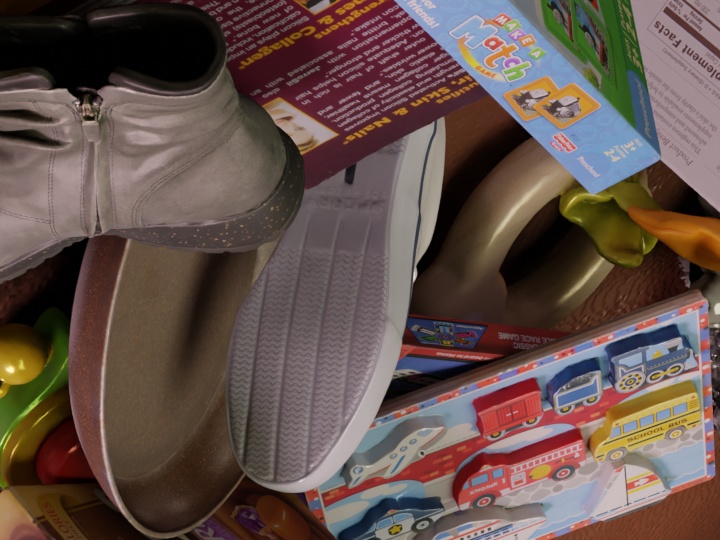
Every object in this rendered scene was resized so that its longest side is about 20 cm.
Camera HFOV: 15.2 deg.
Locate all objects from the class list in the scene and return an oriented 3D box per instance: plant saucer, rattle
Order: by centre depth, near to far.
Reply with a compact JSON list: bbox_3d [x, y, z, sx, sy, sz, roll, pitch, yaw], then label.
[{"bbox_3d":[-0.069,0.009,1.105,0.200,0.032,0.201,14,90,-70],"label":"plant saucer"},{"bbox_3d":[0.089,0.033,1.277,0.200,0.143,0.130,-44,166,-12],"label":"rattle"}]

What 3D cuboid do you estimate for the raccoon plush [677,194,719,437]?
[{"bbox_3d":[0.222,0.000,1.461,0.200,0.097,0.134,-46,148,-59],"label":"raccoon plush"}]

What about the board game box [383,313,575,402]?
[{"bbox_3d":[0.050,0.055,1.259,0.200,0.019,0.103,7,152,-33],"label":"board game box"}]

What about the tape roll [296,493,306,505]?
[{"bbox_3d":[0.001,0.179,1.403,0.200,0.066,0.200,-27,143,-23],"label":"tape roll"}]

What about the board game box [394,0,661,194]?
[{"bbox_3d":[0.037,-0.140,0.973,0.037,0.152,0.200,-26,139,24],"label":"board game box"}]

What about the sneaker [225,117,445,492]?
[{"bbox_3d":[0.000,0.000,1.133,0.071,0.073,0.200,37,68,-64],"label":"sneaker"}]

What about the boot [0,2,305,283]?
[{"bbox_3d":[-0.125,-0.051,0.938,0.200,0.068,0.131,-7,156,15],"label":"boot"}]

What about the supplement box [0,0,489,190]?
[{"bbox_3d":[-0.038,-0.116,0.981,0.110,0.086,0.200,-27,150,23],"label":"supplement box"}]

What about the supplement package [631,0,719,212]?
[{"bbox_3d":[0.191,-0.083,1.195,0.111,0.200,0.156,-53,146,14],"label":"supplement package"}]

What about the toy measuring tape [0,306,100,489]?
[{"bbox_3d":[-0.119,0.080,1.163,0.074,0.074,0.200,-41,147,-5],"label":"toy measuring tape"}]

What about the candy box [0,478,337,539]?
[{"bbox_3d":[-0.066,0.145,1.134,0.057,0.117,0.200,-55,153,19],"label":"candy box"}]

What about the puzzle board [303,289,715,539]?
[{"bbox_3d":[0.073,0.091,1.261,0.200,0.017,0.151,-19,141,-5],"label":"puzzle board"}]
